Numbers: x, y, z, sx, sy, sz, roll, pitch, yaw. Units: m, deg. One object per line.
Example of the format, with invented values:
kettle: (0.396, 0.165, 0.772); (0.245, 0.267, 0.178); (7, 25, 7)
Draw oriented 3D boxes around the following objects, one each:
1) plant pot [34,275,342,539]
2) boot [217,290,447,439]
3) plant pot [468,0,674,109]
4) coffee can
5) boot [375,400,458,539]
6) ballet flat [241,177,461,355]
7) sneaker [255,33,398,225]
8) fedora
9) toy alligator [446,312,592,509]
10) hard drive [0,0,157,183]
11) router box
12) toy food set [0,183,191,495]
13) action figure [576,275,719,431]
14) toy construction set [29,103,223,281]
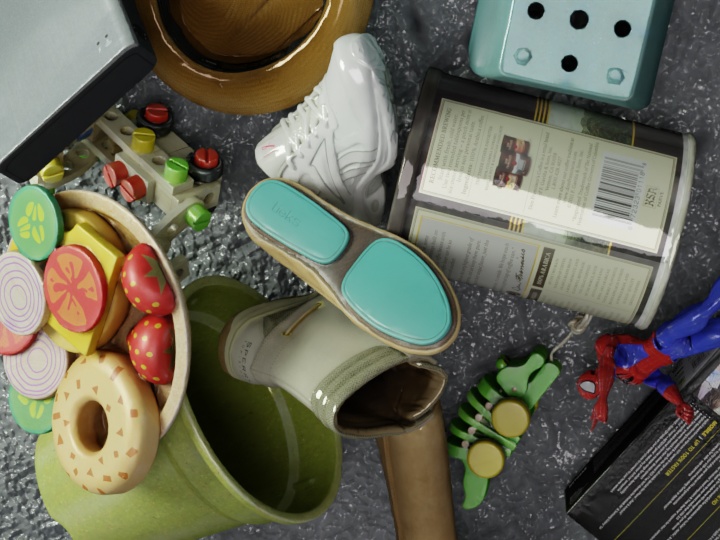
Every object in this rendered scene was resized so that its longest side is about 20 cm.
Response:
plant pot: (-0.145, 0.133, 1.272); (0.183, 0.201, 0.201); (-28, 102, 27)
boot: (0.017, 0.054, 1.194); (0.199, 0.154, 0.073); (-19, 118, -33)
plant pot: (0.149, -0.187, 1.119); (0.140, 0.200, 0.143); (12, 107, 3)
coffee can: (0.127, -0.051, 1.190); (0.198, 0.147, 0.148); (15, 108, 2)
boot: (0.058, 0.198, 1.269); (0.066, 0.175, 0.202); (-15, 110, -22)
ballet flat: (0.000, 0.000, 1.147); (0.200, 0.063, 0.069); (38, 80, 29)
sneaker: (-0.026, -0.093, 1.178); (0.098, 0.079, 0.201); (-4, 148, -7)
fedora: (-0.078, -0.215, 1.201); (0.198, 0.082, 0.203); (5, 112, 12)
toy alligator: (0.115, 0.095, 1.281); (0.054, 0.059, 0.201); (30, 108, 6)
hard drive: (-0.228, -0.178, 1.188); (0.139, 0.201, 0.033); (-39, 140, 17)
router box: (0.278, 0.155, 1.283); (0.149, 0.051, 0.200); (38, 108, -7)
toy food set: (-0.198, 0.042, 1.160); (0.197, 0.048, 0.202); (36, 120, 28)
action figure: (0.237, 0.069, 1.201); (0.065, 0.100, 0.199); (34, 135, -30)
toy construction set: (-0.181, -0.065, 1.227); (0.201, 0.130, 0.092); (52, 140, 17)
